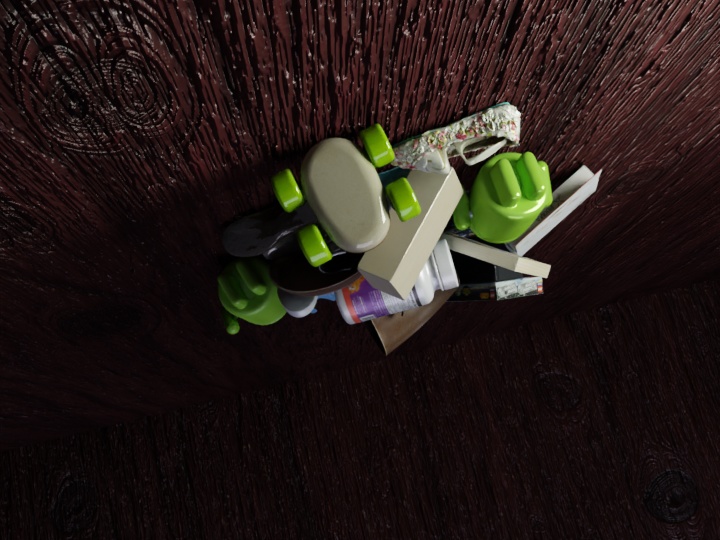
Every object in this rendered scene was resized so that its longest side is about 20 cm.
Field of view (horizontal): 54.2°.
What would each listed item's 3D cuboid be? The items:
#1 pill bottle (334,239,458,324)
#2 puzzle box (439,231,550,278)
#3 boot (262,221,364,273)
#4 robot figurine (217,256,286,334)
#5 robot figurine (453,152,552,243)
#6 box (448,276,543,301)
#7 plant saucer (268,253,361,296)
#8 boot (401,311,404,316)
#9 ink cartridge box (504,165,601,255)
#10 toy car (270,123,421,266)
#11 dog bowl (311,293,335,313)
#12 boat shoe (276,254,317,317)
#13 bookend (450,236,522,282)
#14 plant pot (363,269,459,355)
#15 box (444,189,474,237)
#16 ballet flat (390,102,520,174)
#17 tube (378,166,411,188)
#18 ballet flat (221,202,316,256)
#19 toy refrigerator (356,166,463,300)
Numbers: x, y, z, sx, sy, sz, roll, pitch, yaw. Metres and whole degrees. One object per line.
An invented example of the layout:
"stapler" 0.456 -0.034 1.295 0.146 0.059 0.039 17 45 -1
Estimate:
"pill bottle" 0.059 0.014 1.189 0.199 0.112 0.111 -16 165 9
"puzzle box" 0.222 -0.033 1.255 0.199 0.026 0.133 22 -171 37
"boot" -0.071 -0.042 1.129 0.199 0.132 0.070 -23 130 8
"robot figurine" -0.201 0.041 1.356 0.175 0.116 0.200 -38 163 0
"robot figurine" 0.238 -0.116 1.159 0.174 0.116 0.200 -18 164 -8
"box" 0.272 0.041 1.515 0.136 0.040 0.200 -7 180 -33
"plant saucer" -0.055 -0.020 1.170 0.199 0.201 0.032 -16 125 8
"boot" 0.000 0.000 1.274 0.198 0.139 0.077 9 169 -7
"ink cartridge box" 0.345 -0.110 1.283 0.200 0.044 0.174 -43 165 7
"toy car" -0.014 -0.098 1.006 0.163 0.159 0.200 -26 177 4
"dog bowl" -0.086 0.013 1.382 0.049 0.112 0.200 13 156 -25
"boat shoe" -0.111 0.025 1.229 0.073 0.200 0.068 -20 128 -6
"bookend" 0.279 -0.027 1.490 0.198 0.093 0.199 -5 -179 -34
"plant pot" 0.089 0.038 1.397 0.199 0.188 0.187 -29 166 -6
"box" 0.162 -0.097 1.331 0.199 0.046 0.159 -12 165 -7
"ballet flat" 0.131 -0.174 0.990 0.199 0.064 0.076 -19 165 19
"tube" 0.079 -0.105 1.165 0.077 0.051 0.200 -21 141 9
"ballet flat" -0.135 -0.077 1.121 0.199 0.068 0.046 -25 -168 25
"toy refrigerator" 0.076 -0.065 1.071 0.070 0.201 0.076 22 166 29
